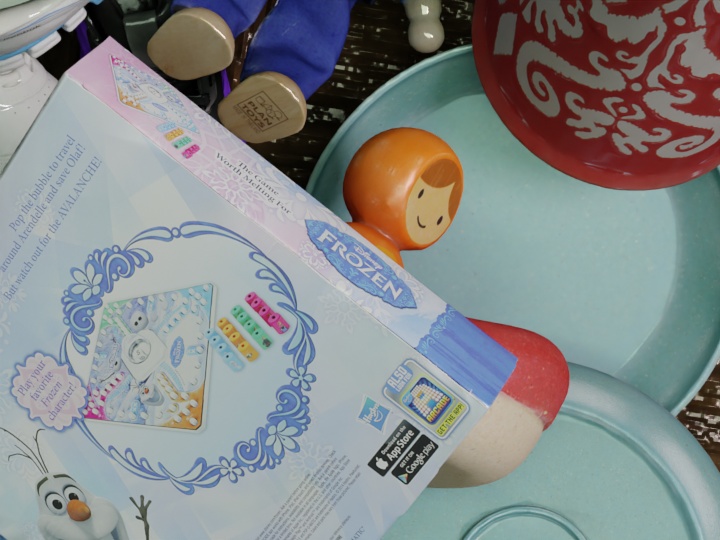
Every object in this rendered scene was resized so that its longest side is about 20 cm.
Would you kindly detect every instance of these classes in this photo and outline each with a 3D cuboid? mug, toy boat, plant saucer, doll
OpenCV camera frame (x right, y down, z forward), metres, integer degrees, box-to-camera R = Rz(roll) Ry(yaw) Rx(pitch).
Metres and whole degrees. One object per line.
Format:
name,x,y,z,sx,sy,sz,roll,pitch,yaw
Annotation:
mug,0.112,-0.136,1.112,0.177,0.200,0.134,29,70,-1
toy boat,0.000,0.000,1.152,0.200,0.131,0.131,31,77,5
plant saucer,0.069,-0.006,1.241,0.199,0.036,0.201,0,103,-2
doll,-0.013,-0.140,1.186,0.136,0.048,0.200,41,51,-16
plant saucer,0.070,0.135,1.203,0.200,0.027,0.201,0,80,1

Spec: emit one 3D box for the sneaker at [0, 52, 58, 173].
sneaker,-0.181,-0.102,1.157,0.200,0.078,0.099,31,124,-6

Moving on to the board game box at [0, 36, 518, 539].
board game box,-0.073,0.046,1.083,0.199,0.043,0.200,38,124,0

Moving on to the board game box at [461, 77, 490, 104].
board game box,0.126,-0.155,1.253,0.105,0.023,0.200,19,92,-3

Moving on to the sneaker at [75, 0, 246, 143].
sneaker,-0.091,-0.090,1.199,0.069,0.100,0.201,-13,94,-4

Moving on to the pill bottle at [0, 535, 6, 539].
pill bottle,-0.108,0.158,1.212,0.112,0.112,0.201,6,94,-5

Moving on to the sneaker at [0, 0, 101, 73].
sneaker,-0.093,-0.151,1.088,0.075,0.087,0.200,44,90,-6
